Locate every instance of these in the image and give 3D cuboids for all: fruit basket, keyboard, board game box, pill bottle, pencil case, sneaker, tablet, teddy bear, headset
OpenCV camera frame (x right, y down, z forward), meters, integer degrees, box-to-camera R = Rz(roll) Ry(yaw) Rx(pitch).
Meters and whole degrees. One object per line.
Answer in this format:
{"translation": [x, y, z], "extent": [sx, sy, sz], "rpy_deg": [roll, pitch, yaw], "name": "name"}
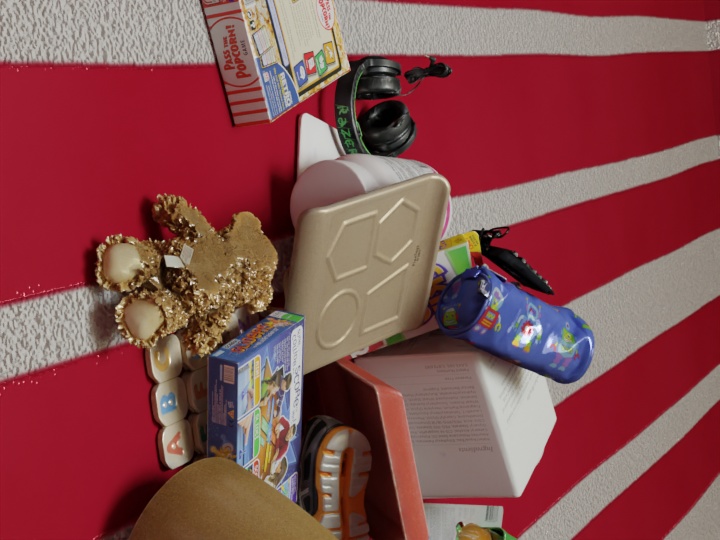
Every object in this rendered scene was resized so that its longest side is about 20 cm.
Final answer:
{"translation": [0.118, 0.385, 1.788], "extent": [0.199, 0.093, 0.188], "rpy_deg": [10, 76, -46], "name": "fruit basket"}
{"translation": [0.174, -0.019, 1.637], "extent": [0.040, 0.104, 0.200], "rpy_deg": [-54, -177, 0], "name": "keyboard"}
{"translation": [0.047, 0.029, 1.577], "extent": [0.030, 0.198, 0.096], "rpy_deg": [-128, -159, -57], "name": "board game box"}
{"translation": [-0.099, 0.155, 1.376], "extent": [0.135, 0.034, 0.203], "rpy_deg": [-33, 130, -60], "name": "board game box"}
{"translation": [-0.085, -0.253, 1.507], "extent": [0.200, 0.046, 0.153], "rpy_deg": [-42, 122, -57], "name": "board game box"}
{"translation": [0.012, -0.068, 1.566], "extent": [0.199, 0.112, 0.115], "rpy_deg": [-2, 88, -62], "name": "pill bottle"}
{"translation": [0.172, 0.058, 1.576], "extent": [0.199, 0.078, 0.088], "rpy_deg": [25, 83, -37], "name": "pencil case"}
{"translation": [-0.036, 0.242, 1.488], "extent": [0.077, 0.077, 0.203], "rpy_deg": [1, 110, -30], "name": "sneaker"}
{"translation": [-0.037, -0.063, 1.608], "extent": [0.130, 0.013, 0.203], "rpy_deg": [22, 67, -60], "name": "tablet"}
{"translation": [-0.160, 0.007, 1.300], "extent": [0.145, 0.067, 0.200], "rpy_deg": [51, 38, -5], "name": "teddy bear"}
{"translation": [0.036, -0.197, 1.681], "extent": [0.200, 0.093, 0.125], "rpy_deg": [-49, 129, -54], "name": "headset"}

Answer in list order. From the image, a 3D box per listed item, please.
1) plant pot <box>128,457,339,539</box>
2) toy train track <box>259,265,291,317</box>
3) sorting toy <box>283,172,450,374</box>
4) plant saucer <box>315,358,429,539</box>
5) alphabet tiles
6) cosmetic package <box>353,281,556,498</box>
{"translation": [-0.076, 0.280, 1.232], "extent": [0.186, 0.198, 0.189], "rpy_deg": [-25, 122, -47], "name": "plant pot"}
{"translation": [-0.094, 0.065, 1.447], "extent": [0.200, 0.032, 0.116], "rpy_deg": [-46, 135, -57], "name": "toy train track"}
{"translation": [0.000, 0.000, 1.462], "extent": [0.199, 0.036, 0.187], "rpy_deg": [-17, 127, -42], "name": "sorting toy"}
{"translation": [0.014, 0.189, 1.502], "extent": [0.036, 0.199, 0.203], "rpy_deg": [-16, 104, -18], "name": "plant saucer"}
{"translation": [-0.140, 0.107, 1.384], "extent": [0.195, 0.014, 0.203], "rpy_deg": [-19, 103, -62], "name": "alphabet tiles"}
{"translation": [0.117, 0.143, 1.711], "extent": [0.165, 0.163, 0.202], "rpy_deg": [-50, 129, -52], "name": "cosmetic package"}
